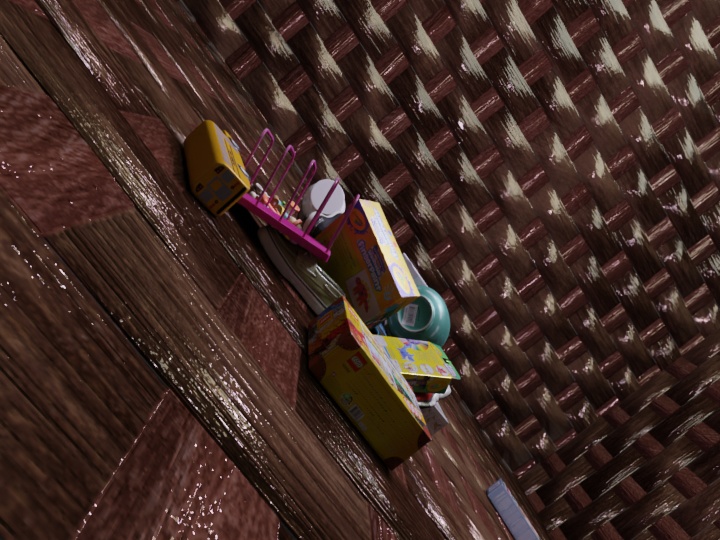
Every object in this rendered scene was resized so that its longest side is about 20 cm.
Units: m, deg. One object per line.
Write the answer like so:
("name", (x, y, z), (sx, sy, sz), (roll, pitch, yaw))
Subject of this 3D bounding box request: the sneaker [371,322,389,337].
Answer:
("sneaker", (0.020, 0.120, 1.229), (0.082, 0.072, 0.202), (51, 6, -43))

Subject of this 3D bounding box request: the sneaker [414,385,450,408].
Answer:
("sneaker", (0.128, 0.243, 1.125), (0.198, 0.075, 0.088), (-7, 83, -61))

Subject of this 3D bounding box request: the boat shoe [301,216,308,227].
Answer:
("boat shoe", (-0.089, -0.036, 1.255), (0.202, 0.064, 0.072), (53, 6, -12))

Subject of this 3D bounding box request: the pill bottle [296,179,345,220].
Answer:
("pill bottle", (-0.098, -0.149, 1.314), (0.114, 0.111, 0.200), (53, -18, 2))

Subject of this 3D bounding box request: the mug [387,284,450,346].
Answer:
("mug", (0.144, 0.127, 1.241), (0.188, 0.150, 0.115), (56, 1, 24))

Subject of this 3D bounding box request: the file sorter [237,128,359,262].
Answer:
("file sorter", (-0.108, -0.128, 0.905), (0.196, 0.128, 0.139), (33, 3, -6))

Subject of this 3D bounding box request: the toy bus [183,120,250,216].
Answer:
("toy bus", (-0.217, -0.159, 0.786), (0.078, 0.064, 0.202), (47, 9, -39))

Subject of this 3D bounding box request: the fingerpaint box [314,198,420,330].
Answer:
("fingerpaint box", (0.000, 0.000, 1.005), (0.072, 0.165, 0.205), (1, 59, -52))

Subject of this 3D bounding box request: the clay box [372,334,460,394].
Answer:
("clay box", (0.097, 0.189, 1.061), (0.194, 0.049, 0.116), (12, 27, -27))

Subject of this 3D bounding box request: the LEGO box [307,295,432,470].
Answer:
("LEGO box", (0.008, 0.160, 0.773), (0.202, 0.076, 0.149), (54, 5, -17))

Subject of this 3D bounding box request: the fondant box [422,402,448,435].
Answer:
("fondant box", (0.123, 0.281, 1.267), (0.201, 0.058, 0.145), (51, 6, -33))

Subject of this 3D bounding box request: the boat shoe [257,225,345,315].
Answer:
("boat shoe", (-0.101, -0.007, 0.919), (0.202, 0.061, 0.072), (52, 5, -24))

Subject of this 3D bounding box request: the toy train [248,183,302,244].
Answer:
("toy train", (-0.174, -0.135, 1.132), (0.152, 0.055, 0.201), (54, 5, -24))

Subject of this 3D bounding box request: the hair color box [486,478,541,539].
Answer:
("hair color box", (0.448, 0.719, 1.527), (0.203, 0.060, 0.099), (57, 5, 16))

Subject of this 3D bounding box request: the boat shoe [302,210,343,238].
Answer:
("boat shoe", (-0.061, -0.091, 1.178), (0.060, 0.075, 0.199), (35, 11, 14))

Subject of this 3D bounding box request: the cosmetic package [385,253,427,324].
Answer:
("cosmetic package", (0.070, 0.063, 1.382), (0.071, 0.198, 0.102), (47, 7, -41))

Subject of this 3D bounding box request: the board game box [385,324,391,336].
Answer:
("board game box", (0.101, 0.109, 1.463), (0.028, 0.204, 0.136), (14, 28, -33))
